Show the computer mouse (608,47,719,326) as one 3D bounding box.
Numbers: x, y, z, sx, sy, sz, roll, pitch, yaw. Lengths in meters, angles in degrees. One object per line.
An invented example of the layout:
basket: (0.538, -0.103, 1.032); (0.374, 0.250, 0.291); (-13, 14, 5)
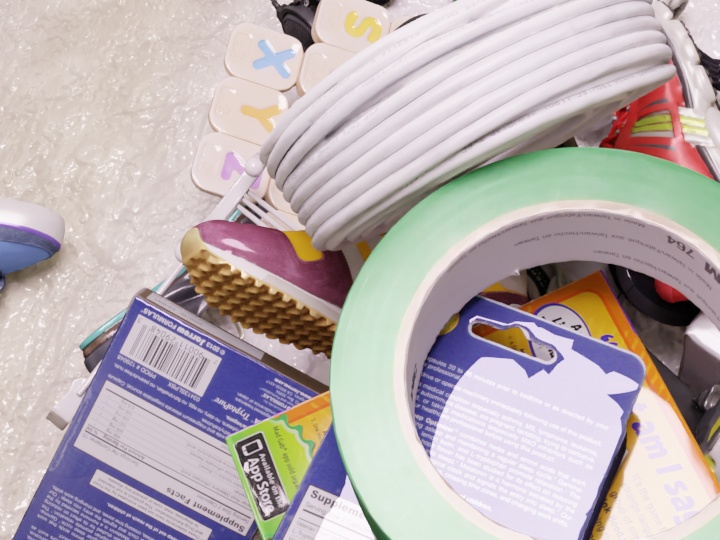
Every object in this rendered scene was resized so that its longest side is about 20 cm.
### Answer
computer mouse: (0.212, -0.045, 0.834); (0.140, 0.046, 0.201); (17, 64, -16)

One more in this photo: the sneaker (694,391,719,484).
sneaker: (0.246, 0.050, 0.693); (0.084, 0.074, 0.200); (38, 79, 4)

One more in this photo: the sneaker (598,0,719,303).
sneaker: (0.160, -0.073, 0.761); (0.084, 0.077, 0.201); (-21, 61, 6)

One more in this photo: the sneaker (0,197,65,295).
sneaker: (-0.289, 0.036, 0.881); (0.198, 0.081, 0.148); (-5, 72, 4)

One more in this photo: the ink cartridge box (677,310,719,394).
ink cartridge box: (0.312, 0.043, 0.761); (0.200, 0.084, 0.176); (37, 77, 23)

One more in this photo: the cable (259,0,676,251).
cable: (0.051, -0.077, 0.647); (0.199, 0.200, 0.070); (-26, 87, -32)

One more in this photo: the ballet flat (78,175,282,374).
ballet flat: (-0.087, 0.010, 0.864); (0.073, 0.073, 0.200); (37, 69, 23)

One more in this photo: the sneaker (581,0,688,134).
sneaker: (0.165, -0.188, 0.912); (0.099, 0.078, 0.201); (-10, 72, -2)

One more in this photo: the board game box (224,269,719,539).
board game box: (0.076, 0.161, 0.681); (0.199, 0.200, 0.201); (-23, 62, -2)

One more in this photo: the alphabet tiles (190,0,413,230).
alphabet tiles: (-0.002, -0.079, 0.866); (0.194, 0.015, 0.201); (18, 70, -10)

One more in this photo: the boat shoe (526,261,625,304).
boat shoe: (0.105, 0.019, 0.819); (0.073, 0.067, 0.200); (36, 75, 23)

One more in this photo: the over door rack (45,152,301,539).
over door rack: (-0.064, 0.053, 0.786); (0.147, 0.067, 0.200); (38, 86, -4)

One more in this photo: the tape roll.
tape roll: (0.088, 0.048, 0.544); (0.199, 0.048, 0.202); (-3, 64, 6)

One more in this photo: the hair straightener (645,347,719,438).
hair straightener: (0.193, 0.098, 0.759); (0.041, 0.077, 0.200); (-37, 64, -10)

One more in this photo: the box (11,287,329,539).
box: (-0.114, 0.125, 0.758); (0.121, 0.032, 0.201); (28, 99, -2)

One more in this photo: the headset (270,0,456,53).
headset: (-0.015, -0.192, 0.926); (0.199, 0.094, 0.124); (20, 69, 6)

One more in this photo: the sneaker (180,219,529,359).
sneaker: (0.000, 0.000, 0.742); (0.199, 0.075, 0.091); (23, 68, -20)

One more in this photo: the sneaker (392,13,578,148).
sneaker: (0.091, -0.066, 0.803); (0.076, 0.114, 0.200); (-48, 45, 11)

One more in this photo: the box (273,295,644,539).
box: (0.032, 0.108, 0.575); (0.120, 0.032, 0.201); (20, 69, 18)
